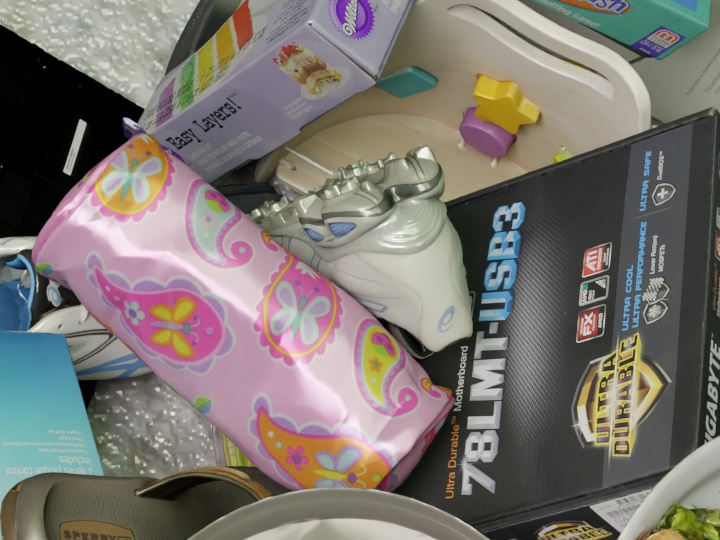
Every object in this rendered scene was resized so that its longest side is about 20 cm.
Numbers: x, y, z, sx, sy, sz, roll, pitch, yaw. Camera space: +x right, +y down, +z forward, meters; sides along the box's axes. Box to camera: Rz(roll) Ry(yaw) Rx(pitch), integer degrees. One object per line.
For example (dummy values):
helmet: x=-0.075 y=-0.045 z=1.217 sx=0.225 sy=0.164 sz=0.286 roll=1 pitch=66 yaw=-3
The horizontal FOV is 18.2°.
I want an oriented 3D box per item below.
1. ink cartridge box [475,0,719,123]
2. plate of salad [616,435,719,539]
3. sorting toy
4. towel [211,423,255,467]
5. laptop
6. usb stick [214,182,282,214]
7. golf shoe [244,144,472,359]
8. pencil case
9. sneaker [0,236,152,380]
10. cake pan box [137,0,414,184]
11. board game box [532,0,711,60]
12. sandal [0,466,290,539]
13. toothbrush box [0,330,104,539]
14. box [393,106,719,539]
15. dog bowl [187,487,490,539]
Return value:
ink cartridge box: x=0.175 y=-0.189 z=1.242 sx=0.199 sy=0.145 sz=0.148 roll=28 pitch=62 yaw=0
plate of salad: x=0.170 y=0.163 z=0.929 sx=0.199 sy=0.048 sz=0.202 roll=-5 pitch=99 yaw=-35
sorting toy: x=0.068 y=-0.074 z=1.142 sx=0.199 sy=0.180 sz=0.107 roll=29 pitch=62 yaw=0
towel: x=0.021 y=0.125 z=1.096 sx=0.198 sy=0.023 sz=0.145 roll=4 pitch=61 yaw=-30
laptop: x=-0.223 y=-0.033 z=1.147 sx=0.199 sy=0.103 sz=0.179 roll=29 pitch=59 yaw=-29
usb stick: x=-0.039 y=0.049 z=1.140 sx=0.055 sy=0.033 sz=0.202 roll=-9 pitch=67 yaw=-20
golf shoe: x=0.000 y=0.000 z=1.069 sx=0.078 sy=0.200 sz=0.098 roll=-26 pitch=97 yaw=-10
pencil case: x=-0.054 y=0.026 z=1.007 sx=0.200 sy=0.088 sz=0.088 roll=39 pitch=62 yaw=4
sneaker: x=-0.136 y=0.014 z=1.071 sx=0.199 sy=0.072 sz=0.072 roll=-10 pitch=73 yaw=-33
cake pan box: x=-0.028 y=-0.145 z=1.148 sx=0.052 sy=0.200 sz=0.185 roll=36 pitch=59 yaw=-18
board game box: x=0.109 y=-0.224 z=1.113 sx=0.151 sy=0.045 sz=0.202 roll=20 pitch=63 yaw=-24
sandal: x=-0.070 y=0.112 z=0.971 sx=0.199 sy=0.054 sz=0.082 roll=15 pitch=51 yaw=-50
toothbrush box: x=-0.176 y=0.146 z=0.986 sx=0.085 sy=0.146 sz=0.201 roll=7 pitch=57 yaw=-47
box: x=0.087 y=0.041 z=1.044 sx=0.050 sy=0.197 sz=0.201 roll=41 pitch=45 yaw=-37
dog bowl: x=-0.009 y=0.191 z=0.890 sx=0.198 sy=0.059 sz=0.202 roll=-1 pitch=68 yaw=2
